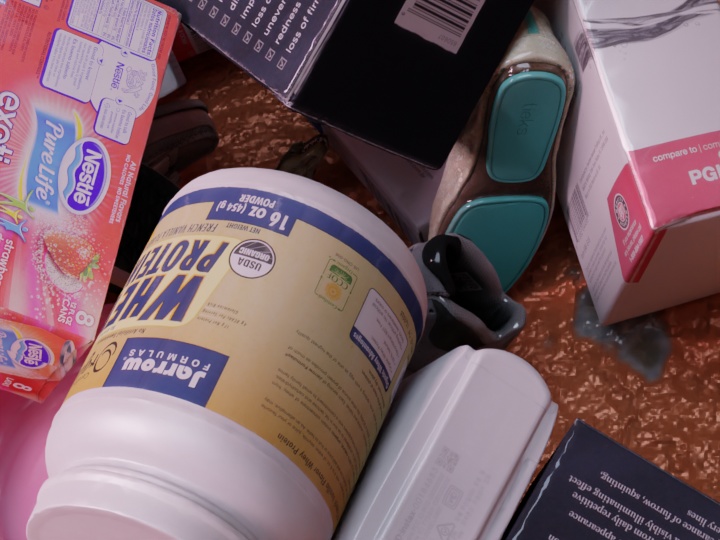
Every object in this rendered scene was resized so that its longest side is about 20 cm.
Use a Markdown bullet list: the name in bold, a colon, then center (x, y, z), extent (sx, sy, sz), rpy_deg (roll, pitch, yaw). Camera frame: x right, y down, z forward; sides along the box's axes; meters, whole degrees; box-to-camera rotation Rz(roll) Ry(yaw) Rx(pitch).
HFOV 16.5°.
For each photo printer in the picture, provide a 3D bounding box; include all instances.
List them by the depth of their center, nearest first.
- **photo printer**: center (0.012, 0.131, 1.263), extent (0.069, 0.200, 0.167), rpy_deg (32, 70, -7)

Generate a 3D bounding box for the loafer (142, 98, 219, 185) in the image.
- **loafer**: center (-0.162, -0.032, 1.444), extent (0.199, 0.072, 0.063), rpy_deg (-27, 71, -23)

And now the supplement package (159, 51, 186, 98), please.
- **supplement package**: center (-0.194, -0.172, 1.425), extent (0.117, 0.117, 0.201), rpy_deg (-25, 95, 1)

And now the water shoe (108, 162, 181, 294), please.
- **water shoe**: center (-0.174, -0.030, 1.368), extent (0.199, 0.079, 0.072), rpy_deg (21, 62, -19)

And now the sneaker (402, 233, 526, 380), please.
- **sneaker**: center (0.000, 0.000, 1.335), extent (0.199, 0.115, 0.076), rpy_deg (18, 62, -17)

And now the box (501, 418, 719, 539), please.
- **box**: center (0.112, 0.203, 1.206), extent (0.148, 0.107, 0.201), rpy_deg (31, 68, 5)

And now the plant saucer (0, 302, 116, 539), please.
- **plant saucer**: center (-0.117, 0.110, 1.292), extent (0.199, 0.051, 0.202), rpy_deg (-4, 54, 5)

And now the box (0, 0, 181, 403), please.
- **box**: center (-0.170, -0.050, 1.271), extent (0.102, 0.095, 0.201), rpy_deg (20, 61, -16)

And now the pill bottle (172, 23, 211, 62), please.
- **pill bottle**: center (-0.167, -0.167, 1.542), extent (0.199, 0.112, 0.113), rpy_deg (-23, 55, 0)

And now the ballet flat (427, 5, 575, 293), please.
- **ballet flat**: center (0.078, -0.062, 1.373), extent (0.067, 0.201, 0.063), rpy_deg (3, 47, -14)

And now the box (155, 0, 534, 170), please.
- **box**: center (-0.002, -0.192, 1.314), extent (0.196, 0.124, 0.201), rpy_deg (39, 104, 45)

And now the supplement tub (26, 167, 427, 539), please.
- **supplement tub**: center (-0.064, 0.067, 1.196), extent (0.143, 0.145, 0.201), rpy_deg (11, 56, 22)

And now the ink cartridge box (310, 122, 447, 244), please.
- **ink cartridge box**: center (0.065, -0.129, 1.497), extent (0.199, 0.041, 0.200), rpy_deg (-34, 56, -8)

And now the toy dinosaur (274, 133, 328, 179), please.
- **toy dinosaur**: center (-0.101, -0.013, 1.468), extent (0.199, 0.048, 0.088), rpy_deg (-22, 37, 4)

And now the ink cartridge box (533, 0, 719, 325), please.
- **ink cartridge box**: center (0.149, -0.094, 1.354), extent (0.084, 0.146, 0.201), rpy_deg (-15, 71, -12)
